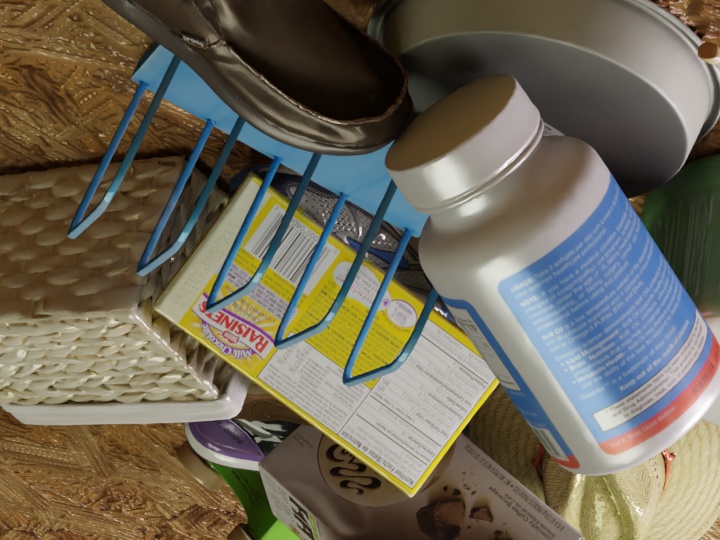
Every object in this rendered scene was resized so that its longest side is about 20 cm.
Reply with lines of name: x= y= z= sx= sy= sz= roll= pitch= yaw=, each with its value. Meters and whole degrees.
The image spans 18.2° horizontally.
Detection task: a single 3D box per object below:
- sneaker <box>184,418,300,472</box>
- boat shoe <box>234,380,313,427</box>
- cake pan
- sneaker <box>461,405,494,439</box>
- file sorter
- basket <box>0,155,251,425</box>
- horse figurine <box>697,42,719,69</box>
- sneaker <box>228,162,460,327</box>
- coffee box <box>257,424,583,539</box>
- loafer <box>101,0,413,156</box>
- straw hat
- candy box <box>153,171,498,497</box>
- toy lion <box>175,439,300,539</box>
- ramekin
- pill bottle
sneaker: x=-0.020 y=0.109 z=1.592 sx=0.198 sy=0.076 sz=0.088 roll=8 pitch=147 yaw=-13
boat shoe: x=-0.044 y=0.061 z=1.478 sx=0.199 sy=0.073 sz=0.072 roll=0 pitch=159 yaw=46
cake pan: x=0.097 y=-0.095 z=1.224 sx=0.198 sy=0.037 sz=0.201 roll=12 pitch=155 yaw=6
sneaker: x=0.155 y=0.122 z=1.585 sx=0.199 sy=0.079 sz=0.079 roll=26 pitch=150 yaw=-4
file sorter: x=-0.050 y=-0.036 z=1.270 sx=0.199 sy=0.123 sz=0.139 roll=29 pitch=164 yaw=-11
basket: x=-0.169 y=0.014 z=1.474 sx=0.199 sy=0.137 sz=0.123 roll=-5 pitch=146 yaw=35
horse figurine: x=0.259 y=-0.112 z=1.080 sx=0.199 sy=0.050 sz=0.132 roll=-17 pitch=153 yaw=38
sneaker: x=0.000 y=0.000 z=1.411 sx=0.199 sy=0.086 sz=0.077 roll=29 pitch=151 yaw=-25
coffee box: x=0.042 y=0.170 z=1.488 sx=0.200 sy=0.113 sz=0.080 roll=40 pitch=160 yaw=29
loafer: x=-0.057 y=-0.131 z=1.163 sx=0.199 sy=0.073 sz=0.071 roll=31 pitch=146 yaw=-5
straw hat: x=0.160 y=0.139 z=1.488 sx=0.199 sy=0.085 sz=0.203 roll=4 pitch=118 yaw=8
candy box: x=-0.017 y=0.040 z=1.374 sx=0.199 sy=0.102 sz=0.026 roll=37 pitch=-171 yaw=-9
toy lion: x=-0.042 y=0.193 z=1.747 sx=0.191 sy=0.069 sz=0.200 roll=39 pitch=-174 yaw=-34
ramekin: x=0.253 y=0.023 z=1.304 sx=0.198 sy=0.098 sz=0.200 roll=12 pitch=155 yaw=6
pill bottle: x=0.100 y=0.000 z=1.190 sx=0.112 sy=0.112 sz=0.201 roll=-13 pitch=119 yaw=45
